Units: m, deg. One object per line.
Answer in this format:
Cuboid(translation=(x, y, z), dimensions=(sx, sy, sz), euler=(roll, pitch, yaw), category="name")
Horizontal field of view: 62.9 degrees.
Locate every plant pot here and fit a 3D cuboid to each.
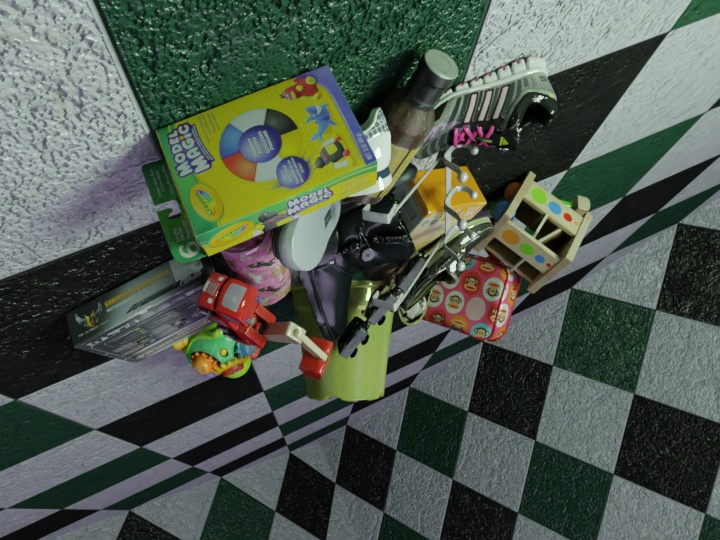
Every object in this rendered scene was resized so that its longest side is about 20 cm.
Cuboid(translation=(-0.026, 0.119, 0.986), dimensions=(0.196, 0.188, 0.200), euler=(0, 173, 0), category="plant pot")

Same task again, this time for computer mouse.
Cuboid(translation=(-0.019, -0.102, 0.772), dimensions=(0.197, 0.035, 0.059), euler=(-22, -173, -1), category="computer mouse")

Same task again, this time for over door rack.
Cuboid(translation=(0.091, -0.053, 0.742), dimensions=(0.199, 0.066, 0.150), euler=(-40, 139, -34), category="over door rack")

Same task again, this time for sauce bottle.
Cuboid(translation=(0.041, -0.154, 0.653), dimensions=(0.064, 0.065, 0.200), euler=(-13, 158, -34), category="sauce bottle")

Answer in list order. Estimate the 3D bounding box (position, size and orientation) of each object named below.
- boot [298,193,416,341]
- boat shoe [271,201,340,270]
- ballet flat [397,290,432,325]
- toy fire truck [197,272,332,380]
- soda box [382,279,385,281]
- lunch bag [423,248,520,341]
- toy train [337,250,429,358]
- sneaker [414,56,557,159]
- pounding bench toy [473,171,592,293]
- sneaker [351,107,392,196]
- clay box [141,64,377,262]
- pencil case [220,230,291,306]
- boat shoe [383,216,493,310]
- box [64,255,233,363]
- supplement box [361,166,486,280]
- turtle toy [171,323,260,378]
Cuboid(translation=(0.000, 0.000, 0.830), dimensions=(0.165, 0.077, 0.203), euler=(-18, 125, -1), category="boot")
Cuboid(translation=(-0.067, -0.052, 0.654), dimensions=(0.055, 0.070, 0.200), euler=(0, -158, 10), category="boat shoe")
Cuboid(translation=(0.107, 0.014, 1.062), dimensions=(0.070, 0.071, 0.203), euler=(-13, 128, -35), category="ballet flat")
Cuboid(translation=(-0.117, 0.077, 0.771), dimensions=(0.201, 0.139, 0.049), euler=(75, 34, -64), category="toy fire truck")
Cuboid(translation=(0.098, 0.002, 1.149), dimensions=(0.199, 0.065, 0.067), euler=(-38, 159, 27), category="soda box")
Cuboid(translation=(0.208, 0.032, 1.163), dimensions=(0.081, 0.198, 0.179), euler=(10, 97, -52), category="lunch bag")
Cuboid(translation=(0.032, 0.047, 0.867), dimensions=(0.034, 0.046, 0.201), euler=(33, 106, -25), category="toy train")
Cuboid(translation=(0.149, -0.176, 0.703), dimensions=(0.197, 0.089, 0.074), euler=(-26, 162, -2), category="sneaker")
Cuboid(translation=(0.320, -0.098, 1.082), dimensions=(0.201, 0.155, 0.125), euler=(-52, 178, -33), category="pounding bench toy")
Cuboid(translation=(-0.065, -0.118, 0.609), dimensions=(0.196, 0.077, 0.082), euler=(-10, 117, -7), category="sneaker")
Cuboid(translation=(-0.096, -0.097, 0.534), dimensions=(0.197, 0.116, 0.048), euler=(-24, 161, -10), category="clay box")
Cuboid(translation=(-0.135, -0.022, 0.730), dimensions=(0.085, 0.084, 0.201), euler=(-12, 160, -6), category="pencil case")
Cuboid(translation=(0.130, -0.009, 0.912), dimensions=(0.198, 0.065, 0.073), euler=(-34, 161, -4), category="boat shoe")
Cuboid(translation=(-0.266, 0.052, 0.805), dimensions=(0.197, 0.049, 0.159), euler=(-27, 162, 1), category="box")
Cuboid(translation=(0.085, -0.069, 0.923), dimensions=(0.124, 0.074, 0.200), euler=(-13, 157, -35), category="supplement box")
Cuboid(translation=(-0.221, 0.122, 0.962), dimensions=(0.144, 0.102, 0.200), euler=(-23, 169, -10), category="turtle toy")
